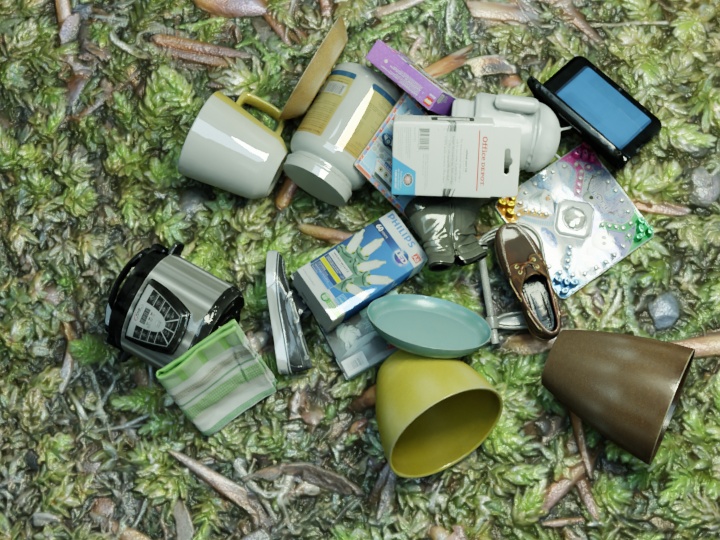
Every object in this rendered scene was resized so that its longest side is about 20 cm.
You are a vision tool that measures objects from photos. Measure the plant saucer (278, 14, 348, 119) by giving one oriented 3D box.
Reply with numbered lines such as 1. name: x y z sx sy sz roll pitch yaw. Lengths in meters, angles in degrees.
1. plant saucer: -0.072 -0.329 1.709 0.035 0.200 0.202 31 78 -7

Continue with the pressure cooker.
1. pressure cooker: -0.305 0.068 1.620 0.198 0.180 0.177 28 49 9

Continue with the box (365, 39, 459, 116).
1. box: 0.094 -0.311 1.695 0.136 0.200 0.039 41 103 11

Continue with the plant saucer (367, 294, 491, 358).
1. plant saucer: 0.106 0.089 1.601 0.197 0.201 0.028 11 112 4

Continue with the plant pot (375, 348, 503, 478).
1. plant pot: 0.100 0.199 1.582 0.198 0.201 0.143 -29 52 -6

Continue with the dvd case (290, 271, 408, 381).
1. dvd case: -0.007 0.059 1.691 0.145 0.022 0.202 -29 75 -6

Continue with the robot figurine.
1. robot figurine: 0.241 -0.226 1.682 0.196 0.170 0.115 10 62 -2

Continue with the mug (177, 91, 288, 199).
1. mug: -0.196 -0.211 1.707 0.151 0.149 0.189 27 84 0

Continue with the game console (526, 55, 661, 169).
1. game console: 0.392 -0.278 1.706 0.200 0.176 0.117 43 99 15

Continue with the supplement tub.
1. supplement tub: -0.028 -0.225 1.701 0.143 0.145 0.202 29 78 8

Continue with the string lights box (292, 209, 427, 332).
1. string lights box: 0.000 0.000 1.653 0.199 0.059 0.103 -33 78 -22

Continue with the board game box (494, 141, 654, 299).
1. board game box: 0.359 -0.088 1.718 0.198 0.026 0.201 -33 77 -7

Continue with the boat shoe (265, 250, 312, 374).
1. boat shoe: -0.113 0.064 1.666 0.067 0.072 0.204 -9 78 1

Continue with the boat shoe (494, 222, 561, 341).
1. boat shoe: 0.272 0.013 1.635 0.069 0.070 0.203 -23 80 -2

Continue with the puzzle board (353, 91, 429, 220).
1. puzzle board: 0.096 -0.169 1.688 0.200 0.017 0.152 42 76 -29

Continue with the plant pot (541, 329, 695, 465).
1. plant pot: 0.388 0.172 1.586 0.198 0.187 0.189 22 76 22

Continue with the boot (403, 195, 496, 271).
1. boot: 0.175 -0.073 1.670 0.197 0.068 0.132 -20 72 -19

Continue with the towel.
1. towel: -0.216 0.171 1.577 0.148 0.201 0.031 -36 56 -8

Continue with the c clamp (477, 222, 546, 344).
1. c clamp: 0.228 0.022 1.678 0.168 0.027 0.204 -4 80 5

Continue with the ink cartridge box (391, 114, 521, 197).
1. ink cartridge box: 0.148 -0.179 1.607 0.196 0.068 0.118 3 108 4
